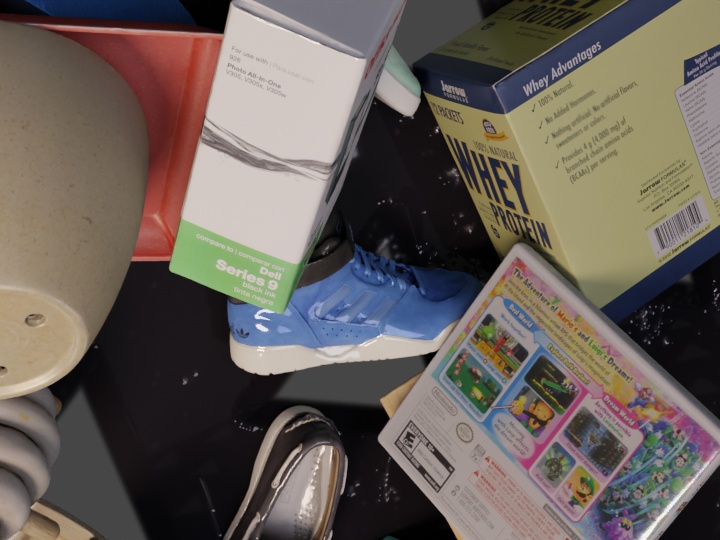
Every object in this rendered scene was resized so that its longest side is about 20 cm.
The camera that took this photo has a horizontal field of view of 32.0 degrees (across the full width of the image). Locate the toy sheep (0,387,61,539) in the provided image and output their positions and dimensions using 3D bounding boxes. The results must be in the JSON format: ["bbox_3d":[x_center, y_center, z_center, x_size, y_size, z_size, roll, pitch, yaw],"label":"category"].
[{"bbox_3d":[-0.249,0.104,0.784,0.135,0.202,0.139,-9,145,-6],"label":"toy sheep"}]

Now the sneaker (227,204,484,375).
[{"bbox_3d":[0.000,0.001,0.896,0.196,0.077,0.113,-8,117,-13],"label":"sneaker"}]

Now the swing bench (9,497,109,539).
[{"bbox_3d":[-0.212,0.297,0.831,0.129,0.200,0.200,39,89,-34],"label":"swing bench"}]

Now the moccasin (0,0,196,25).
[{"bbox_3d":[-0.169,-0.167,0.785,0.200,0.068,0.081,43,72,-48],"label":"moccasin"}]

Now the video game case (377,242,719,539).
[{"bbox_3d":[0.125,0.114,0.852,0.024,0.200,0.183,8,121,-55],"label":"video game case"}]

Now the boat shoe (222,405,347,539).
[{"bbox_3d":[-0.058,0.205,0.937,0.073,0.060,0.203,17,97,-26],"label":"boat shoe"}]

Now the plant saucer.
[{"bbox_3d":[-0.192,-0.083,0.772,0.196,0.037,0.201,-1,141,-20],"label":"plant saucer"}]

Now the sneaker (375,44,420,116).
[{"bbox_3d":[0.007,-0.207,0.844,0.118,0.074,0.201,-41,114,-3],"label":"sneaker"}]

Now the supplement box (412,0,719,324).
[{"bbox_3d":[0.180,-0.104,0.909,0.198,0.134,0.202,-33,114,-11],"label":"supplement box"}]

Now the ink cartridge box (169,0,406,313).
[{"bbox_3d":[-0.040,-0.099,0.764,0.083,0.147,0.202,22,133,1],"label":"ink cartridge box"}]

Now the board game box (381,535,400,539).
[{"bbox_3d":[0.090,0.299,0.945,0.047,0.198,0.153,-29,115,-35],"label":"board game box"}]

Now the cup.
[{"bbox_3d":[-0.209,-0.015,0.703,0.197,0.145,0.202,-11,144,-8],"label":"cup"}]

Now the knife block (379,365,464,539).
[{"bbox_3d":[0.105,0.184,0.939,0.198,0.178,0.064,30,135,-26],"label":"knife block"}]
